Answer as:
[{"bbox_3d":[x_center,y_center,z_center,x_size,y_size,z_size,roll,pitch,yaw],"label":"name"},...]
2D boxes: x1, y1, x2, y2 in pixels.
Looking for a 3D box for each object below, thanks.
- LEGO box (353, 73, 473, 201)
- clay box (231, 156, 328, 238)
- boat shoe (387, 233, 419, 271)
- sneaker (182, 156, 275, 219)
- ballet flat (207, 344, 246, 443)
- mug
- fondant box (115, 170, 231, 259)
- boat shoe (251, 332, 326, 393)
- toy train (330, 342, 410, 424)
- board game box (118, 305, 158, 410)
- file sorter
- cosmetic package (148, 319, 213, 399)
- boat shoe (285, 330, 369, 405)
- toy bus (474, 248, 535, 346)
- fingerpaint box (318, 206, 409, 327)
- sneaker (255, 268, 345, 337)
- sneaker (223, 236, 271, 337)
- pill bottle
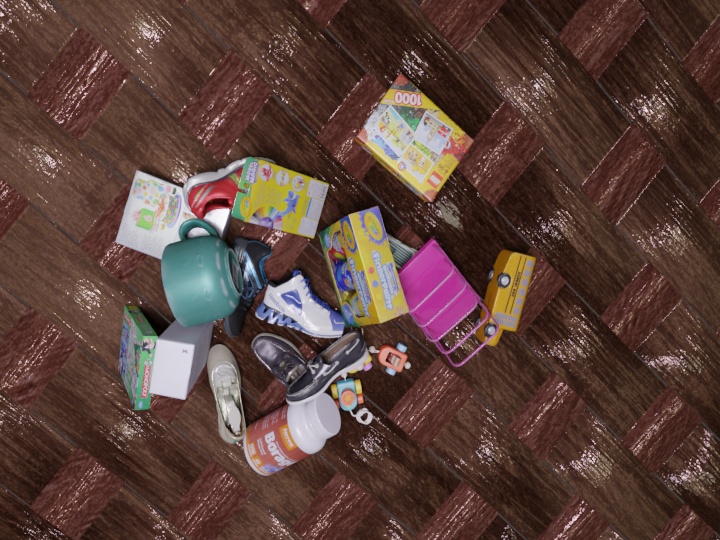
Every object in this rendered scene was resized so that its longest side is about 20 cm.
[{"bbox_3d":[0.105,-0.265,1.069,0.198,0.077,0.151,37,93,-10],"label":"LEGO box"},{"bbox_3d":[-0.160,-0.141,1.025,0.196,0.047,0.119,12,98,-43],"label":"clay box"},{"bbox_3d":[0.103,-0.013,1.114,0.196,0.062,0.074,30,95,-10],"label":"boat shoe"},{"bbox_3d":[-0.244,-0.154,1.025,0.195,0.077,0.087,-26,76,-23],"label":"sneaker"},{"bbox_3d":[-0.274,0.254,1.093,0.067,0.069,0.208,-13,86,-3],"label":"ballet flat"},{"bbox_3d":[-0.286,-0.001,0.972,0.110,0.152,0.192,-12,100,1],"label":"mug"},{"bbox_3d":[-0.369,-0.093,1.058,0.194,0.058,0.149,20,96,-9],"label":"fondant box"},{"bbox_3d":[-0.148,0.209,1.121,0.199,0.065,0.072,42,91,-11],"label":"boat shoe"},{"bbox_3d":[0.019,0.238,1.148,0.147,0.056,0.205,28,95,-9],"label":"toy train"},{"bbox_3d":[-0.436,0.162,1.023,0.028,0.198,0.140,5,100,-34],"label":"board game box"},{"bbox_3d":[0.171,0.072,1.068,0.138,0.126,0.200,-41,121,5],"label":"file sorter"},{"bbox_3d":[-0.343,0.159,1.026,0.068,0.200,0.106,11,97,-7],"label":"cosmetic package"},{"bbox_3d":[-0.072,0.194,1.065,0.196,0.074,0.062,-30,120,-12],"label":"boat shoe"},{"bbox_3d":[0.312,0.060,1.146,0.075,0.065,0.208,12,97,-10],"label":"toy bus"},{"bbox_3d":[0.000,0.000,1.031,0.071,0.166,0.207,-17,90,-27],"label":"fingerpaint box"},{"bbox_3d":[-0.115,0.062,1.095,0.192,0.081,0.120,14,99,-6],"label":"sneaker"},{"bbox_3d":[-0.233,0.039,1.083,0.079,0.073,0.208,10,98,-6],"label":"sneaker"},{"bbox_3d":[-0.139,0.333,1.087,0.197,0.113,0.114,-32,101,23],"label":"pill bottle"}]
